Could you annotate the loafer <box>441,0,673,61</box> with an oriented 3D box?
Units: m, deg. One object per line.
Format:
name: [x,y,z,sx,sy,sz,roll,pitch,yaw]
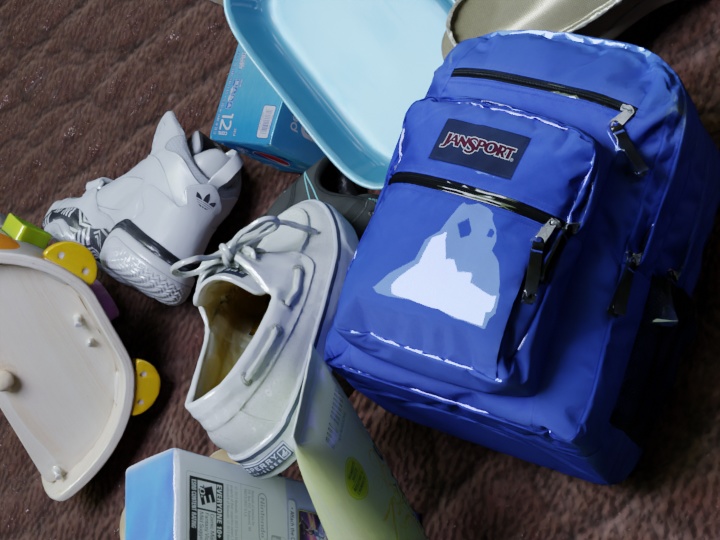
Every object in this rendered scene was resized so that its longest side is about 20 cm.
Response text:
loafer: [0.127,-0.167,0.824,0.200,0.068,0.076,-28,54,12]

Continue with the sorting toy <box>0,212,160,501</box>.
sorting toy: [-0.230,0.026,1.093,0.107,0.200,0.180,-29,28,-9]

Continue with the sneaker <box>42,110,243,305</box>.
sneaker: [-0.149,-0.048,1.094,0.115,0.075,0.200,-58,31,-7]

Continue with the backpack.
backpack: [0.088,-0.019,0.760,0.162,0.168,0.200,18,77,25]

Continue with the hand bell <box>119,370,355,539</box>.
hand bell: [-0.046,0.099,0.874,0.200,0.104,0.104,-53,43,31]

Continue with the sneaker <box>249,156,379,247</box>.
sneaker: [0.000,0.000,0.918,0.079,0.075,0.200,-54,45,10]

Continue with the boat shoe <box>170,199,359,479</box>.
boat shoe: [-0.059,0.014,0.827,0.075,0.086,0.202,-32,28,32]

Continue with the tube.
tube: [0.011,0.137,0.767,0.052,0.200,0.058,-36,27,-22]

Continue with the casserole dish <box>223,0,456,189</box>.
casserole dish: [0.002,-0.140,0.928,0.121,0.039,0.200,-45,72,22]

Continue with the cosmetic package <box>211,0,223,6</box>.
cosmetic package: [-0.084,-0.304,1.131,0.200,0.071,0.105,-53,45,15]

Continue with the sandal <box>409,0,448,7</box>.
sandal: [0.091,-0.183,0.929,0.200,0.048,0.076,15,83,35]

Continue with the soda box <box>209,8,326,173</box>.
soda box: [-0.028,-0.167,1.019,0.064,0.068,0.200,11,82,46]

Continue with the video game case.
video game case: [-0.039,0.207,0.791,0.045,0.181,0.200,-25,57,38]
